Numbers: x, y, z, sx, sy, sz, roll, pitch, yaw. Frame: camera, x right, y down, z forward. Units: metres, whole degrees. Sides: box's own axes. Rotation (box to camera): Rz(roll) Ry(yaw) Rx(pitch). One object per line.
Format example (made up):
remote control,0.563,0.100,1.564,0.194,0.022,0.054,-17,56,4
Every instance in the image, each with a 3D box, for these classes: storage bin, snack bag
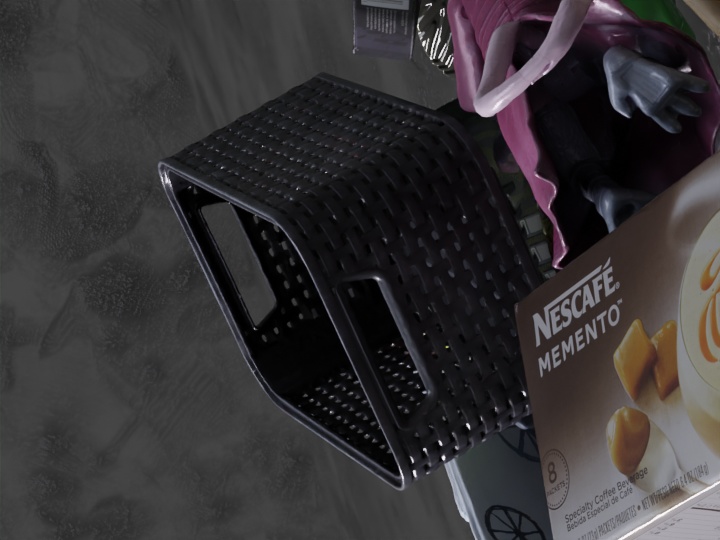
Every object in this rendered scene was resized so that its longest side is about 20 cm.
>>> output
storage bin,0.000,0.000,1.242,0.136,0.094,0.200,65,166,-19
snack bag,0.122,0.136,1.434,0.021,0.188,0.200,-48,45,32

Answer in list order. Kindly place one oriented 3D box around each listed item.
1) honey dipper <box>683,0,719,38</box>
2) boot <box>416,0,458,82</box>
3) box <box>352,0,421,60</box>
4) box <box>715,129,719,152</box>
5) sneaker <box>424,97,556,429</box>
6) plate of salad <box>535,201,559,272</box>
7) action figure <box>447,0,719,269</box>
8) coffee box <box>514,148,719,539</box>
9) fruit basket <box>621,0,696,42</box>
honey dipper,0.123,-0.105,1.021,0.200,0.038,0.038,44,176,-12
boot,0.026,-0.219,1.540,0.182,0.072,0.200,59,-175,-40
box,0.025,-0.217,1.347,0.143,0.036,0.201,87,-171,-79
box,0.173,0.057,1.116,0.158,0.050,0.201,-119,32,-45
sneaker,0.067,-0.005,1.327,0.081,0.074,0.200,54,167,40
plate of salad,0.111,-0.007,1.422,0.200,0.048,0.200,55,-179,-1
action figure,0.069,-0.090,1.121,0.149,0.134,0.200,26,-154,-37
coffee box,0.145,0.028,0.998,0.200,0.079,0.115,-39,52,53
fruit basket,0.107,-0.110,1.313,0.200,0.094,0.186,57,-175,-50
